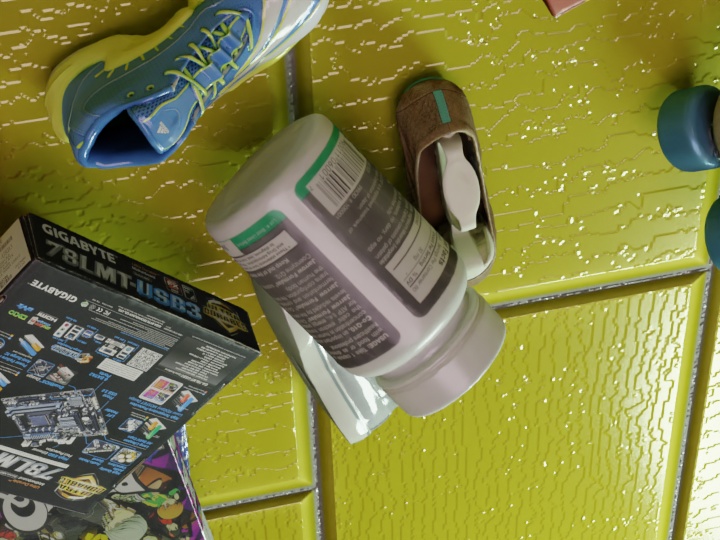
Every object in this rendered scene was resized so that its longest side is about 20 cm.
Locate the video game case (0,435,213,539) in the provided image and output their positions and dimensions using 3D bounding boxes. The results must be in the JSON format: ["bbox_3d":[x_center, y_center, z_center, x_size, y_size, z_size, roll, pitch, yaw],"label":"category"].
[{"bbox_3d":[-0.229,0.185,1.262,0.199,0.036,0.182,-14,130,-2],"label":"video game case"}]

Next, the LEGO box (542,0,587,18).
[{"bbox_3d":[0.168,-0.272,0.996,0.200,0.077,0.149,-28,131,7],"label":"LEGO box"}]

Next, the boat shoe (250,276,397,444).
[{"bbox_3d":[-0.021,0.047,1.221,0.071,0.070,0.201,-35,133,-9],"label":"boat shoe"}]

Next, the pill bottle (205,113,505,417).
[{"bbox_3d":[0.000,0.000,1.109,0.113,0.113,0.200,-39,108,16],"label":"pill bottle"}]

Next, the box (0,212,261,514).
[{"bbox_3d":[-0.204,0.072,1.098,0.198,0.050,0.200,-42,136,23],"label":"box"}]

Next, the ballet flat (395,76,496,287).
[{"bbox_3d":[0.068,-0.043,1.161,0.068,0.072,0.200,-15,132,-7],"label":"ballet flat"}]

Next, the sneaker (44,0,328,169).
[{"bbox_3d":[-0.102,-0.119,1.021,0.200,0.105,0.076,-28,132,7],"label":"sneaker"}]

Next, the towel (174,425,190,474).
[{"bbox_3d":[-0.207,0.193,1.312,0.144,0.024,0.201,-6,129,-10],"label":"towel"}]

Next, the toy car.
[{"bbox_3d":[0.353,-0.107,1.171,0.200,0.184,0.177,-42,112,-36],"label":"toy car"}]
